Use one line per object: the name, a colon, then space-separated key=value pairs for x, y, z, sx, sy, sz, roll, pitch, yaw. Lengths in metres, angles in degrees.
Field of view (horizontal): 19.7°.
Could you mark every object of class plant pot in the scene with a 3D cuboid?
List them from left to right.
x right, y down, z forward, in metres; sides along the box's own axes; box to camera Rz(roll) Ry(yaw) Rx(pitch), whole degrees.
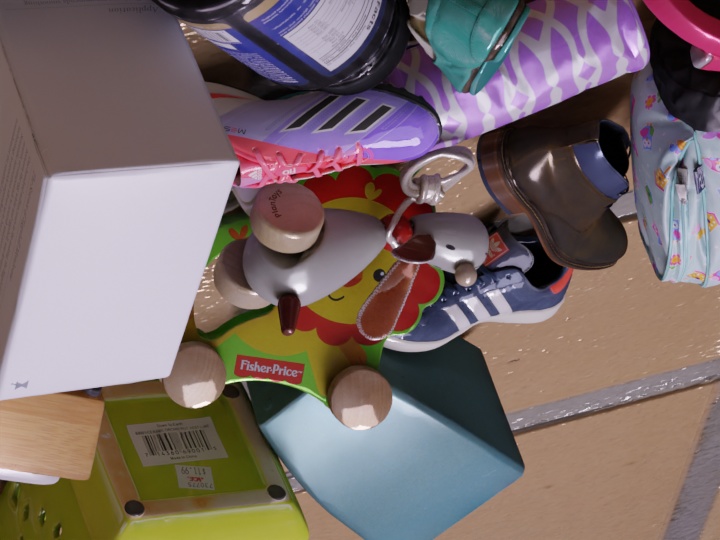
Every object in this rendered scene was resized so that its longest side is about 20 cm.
plant pot: x=-0.160 y=0.196 z=1.625 sx=0.198 sy=0.200 sz=0.182 roll=-3 pitch=134 yaw=-27
plant pot: x=0.005 y=0.108 z=1.653 sx=0.141 sy=0.142 sz=0.200 roll=-37 pitch=134 yaw=18

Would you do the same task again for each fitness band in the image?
fitness band: x=0.260 y=-0.203 z=1.388 sx=0.198 sy=0.145 sz=0.037 roll=0 pitch=160 yaw=-30

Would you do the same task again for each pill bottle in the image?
pill bottle: x=-0.046 y=-0.175 z=1.255 sx=0.111 sy=0.112 sz=0.200 roll=-34 pitch=156 yaw=14

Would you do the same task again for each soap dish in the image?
soap dish: x=-0.258 y=0.038 z=1.346 sx=0.157 sy=0.201 sz=0.081 roll=15 pitch=127 yaw=-42

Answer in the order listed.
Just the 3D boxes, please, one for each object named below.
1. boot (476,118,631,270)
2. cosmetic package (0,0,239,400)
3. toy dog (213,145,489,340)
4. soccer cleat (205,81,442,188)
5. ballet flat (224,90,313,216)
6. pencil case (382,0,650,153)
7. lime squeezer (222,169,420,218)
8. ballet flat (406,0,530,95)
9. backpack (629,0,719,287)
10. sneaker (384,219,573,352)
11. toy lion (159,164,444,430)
boot: x=0.178 y=-0.055 z=1.568 sx=0.096 sy=0.075 sz=0.200 roll=-13 pitch=153 yaw=32
cosmetic package: x=-0.177 y=-0.065 z=1.257 sx=0.122 sy=0.201 sz=0.200 roll=-5 pitch=142 yaw=-25
toy dog: x=0.000 y=0.000 z=1.420 sx=0.198 sy=0.097 sz=0.132 roll=-12 pitch=150 yaw=-6
soccer cleat: x=-0.046 y=-0.082 z=1.359 sx=0.198 sy=0.074 sz=0.069 roll=3 pitch=136 yaw=9
ballet flat: x=-0.101 y=-0.052 z=1.440 sx=0.199 sy=0.072 sz=0.072 roll=-27 pitch=145 yaw=3
pencil case: x=0.100 y=-0.146 z=1.428 sx=0.198 sy=0.086 sz=0.084 roll=-21 pitch=-176 yaw=-5
lime squeezer: x=-0.023 y=-0.047 z=1.530 sx=0.198 sy=0.038 sz=0.071 roll=-19 pitch=113 yaw=-7
ballet flat: x=0.063 y=-0.156 z=1.283 sx=0.068 sy=0.070 sz=0.200 roll=-57 pitch=179 yaw=-1
backpack: x=0.260 y=-0.086 z=1.504 sx=0.125 sy=0.168 sz=0.201 roll=-4 pitch=127 yaw=6
sneaker: x=0.085 y=0.004 z=1.620 sx=0.199 sy=0.075 sz=0.085 roll=-13 pitch=146 yaw=-32
toy lion: x=-0.039 y=0.009 z=1.495 sx=0.198 sy=0.069 sz=0.194 roll=8 pitch=98 yaw=-14
